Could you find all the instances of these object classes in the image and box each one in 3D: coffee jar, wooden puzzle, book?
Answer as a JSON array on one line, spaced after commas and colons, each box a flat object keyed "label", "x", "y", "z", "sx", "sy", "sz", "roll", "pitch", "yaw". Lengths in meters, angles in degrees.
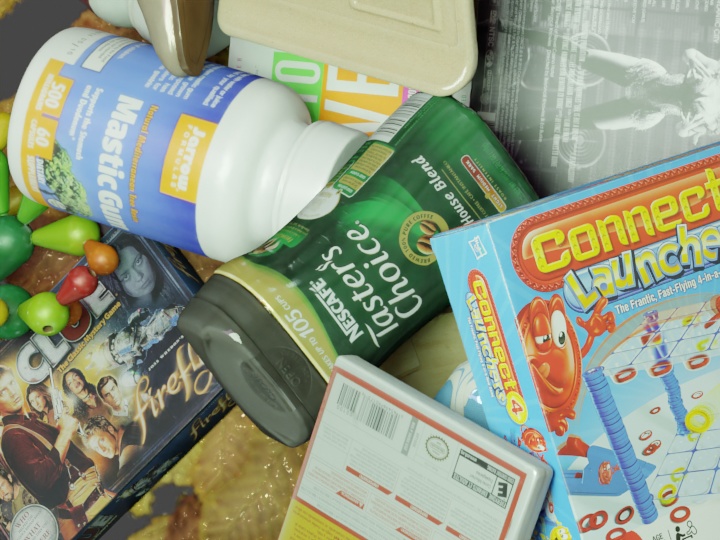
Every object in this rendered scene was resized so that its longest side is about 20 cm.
[{"label": "coffee jar", "x": 0.000, "y": 0.000, "z": 1.309, "sx": 0.200, "sy": 0.104, "sz": 0.085, "roll": -43, "pitch": 20, "yaw": -12}, {"label": "wooden puzzle", "x": -0.010, "y": -0.211, "z": 1.305, "sx": 0.185, "sy": 0.046, "sz": 0.200, "roll": 19, "pitch": 126, "yaw": 35}, {"label": "book", "x": 0.013, "y": -0.082, "z": 1.443, "sx": 0.200, "sy": 0.048, "sz": 0.134, "roll": 7, "pitch": 91, "yaw": 26}]

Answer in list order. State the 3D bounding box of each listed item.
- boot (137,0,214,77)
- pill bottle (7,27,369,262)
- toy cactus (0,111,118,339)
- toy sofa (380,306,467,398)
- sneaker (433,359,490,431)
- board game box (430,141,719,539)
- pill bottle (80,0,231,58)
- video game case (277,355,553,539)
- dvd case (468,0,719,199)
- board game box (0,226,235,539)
[{"label": "boot", "x": -0.163, "y": -0.202, "z": 1.402, "sx": 0.146, "sy": 0.070, "sz": 0.200, "roll": -4, "pitch": 72, "yaw": 13}, {"label": "pill bottle", "x": -0.097, "y": -0.068, "z": 1.408, "sx": 0.200, "sy": 0.112, "sz": 0.112, "roll": 17, "pitch": 90, "yaw": 21}, {"label": "toy cactus", "x": -0.239, "y": 0.000, "z": 1.505, "sx": 0.165, "sy": 0.102, "sz": 0.200, "roll": -55, "pitch": 49, "yaw": 17}, {"label": "toy sofa", "x": 0.101, "y": 0.045, "z": 1.367, "sx": 0.200, "sy": 0.098, "sz": 0.083, "roll": -17, "pitch": 100, "yaw": 23}, {"label": "sneaker", "x": 0.109, "y": 0.121, "z": 1.301, "sx": 0.072, "sy": 0.200, "sz": 0.072, "roll": -29, "pitch": 26, "yaw": 15}, {"label": "board game box", "x": 0.157, "y": 0.045, "z": 1.244, "sx": 0.056, "sy": 0.200, "sz": 0.196, "roll": -13, "pitch": 95, "yaw": 60}, {"label": "pill bottle", "x": -0.154, "y": -0.224, "z": 1.501, "sx": 0.200, "sy": 0.114, "sz": 0.114, "roll": 41, "pitch": 100, "yaw": 25}, {"label": "video game case", "x": 0.012, "y": 0.163, "z": 1.235, "sx": 0.143, "sy": 0.017, "sz": 0.200, "roll": 28, "pitch": 106, "yaw": 37}, {"label": "dvd case", "x": 0.161, "y": -0.104, "z": 1.355, "sx": 0.200, "sy": 0.016, "sz": 0.149, "roll": 6, "pitch": 94, "yaw": 16}, {"label": "board game box", "x": -0.169, "y": 0.079, "z": 1.508, "sx": 0.200, "sy": 0.035, "sz": 0.136, "roll": -45, "pitch": 66, "yaw": 13}]
